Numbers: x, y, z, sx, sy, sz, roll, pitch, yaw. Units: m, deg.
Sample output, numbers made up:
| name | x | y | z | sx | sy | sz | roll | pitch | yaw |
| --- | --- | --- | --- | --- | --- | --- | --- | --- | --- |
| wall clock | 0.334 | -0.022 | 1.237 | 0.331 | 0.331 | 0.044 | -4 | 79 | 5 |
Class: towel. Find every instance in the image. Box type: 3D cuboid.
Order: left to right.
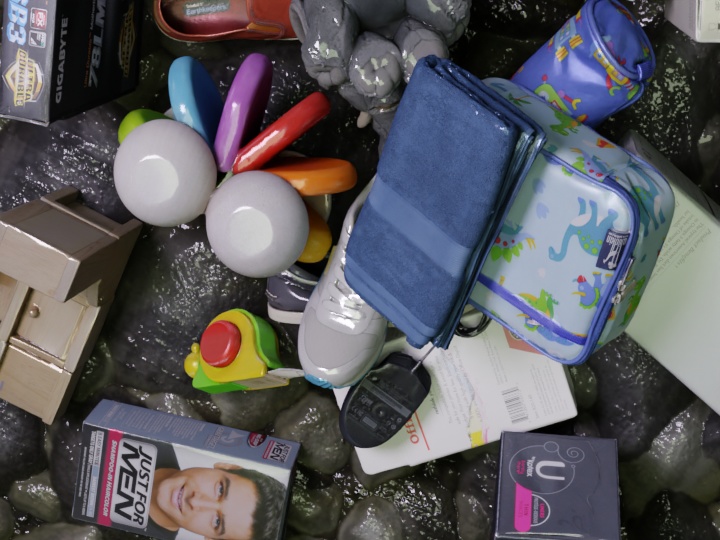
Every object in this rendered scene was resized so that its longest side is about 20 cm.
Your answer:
| name | x | y | z | sx | sy | sz | roll | pitch | yaw |
| --- | --- | --- | --- | --- | --- | --- | --- | --- | --- |
| towel | 0.054 | -0.047 | 0.915 | 0.111 | 0.048 | 0.202 | 42 | 130 | 27 |

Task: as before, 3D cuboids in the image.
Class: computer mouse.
| name | x | y | z | sx | sy | sz | roll | pitch | yaw |
| --- | --- | --- | --- | --- | --- | --- | --- | --- | --- |
| computer mouse | 0.051 | 0.068 | 1.057 | 0.058 | 0.034 | 0.201 | 38 | 101 | -14 |

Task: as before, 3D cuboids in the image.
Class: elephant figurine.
| name | x | y | z | sx | sy | sz | roll | pitch | yaw |
| --- | --- | --- | --- | --- | --- | --- | --- | --- | --- |
| elephant figurine | 0.004 | -0.181 | 0.997 | 0.139 | 0.200 | 0.158 | 19 | 86 | -3 |

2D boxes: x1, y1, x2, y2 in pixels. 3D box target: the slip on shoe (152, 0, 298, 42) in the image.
| name | x | y | z | sx | sy | sz | roll | pitch | yaw |
| --- | --- | --- | --- | --- | --- | --- | --- | --- | --- |
| slip on shoe | -0.079 | -0.226 | 1.042 | 0.196 | 0.061 | 0.075 | -7 | 102 | 4 |

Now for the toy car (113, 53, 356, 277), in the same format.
| name | x | y | z | sx | sy | sz | roll | pitch | yaw |
| --- | --- | --- | --- | --- | --- | --- | --- | --- | --- |
| toy car | -0.095 | -0.098 | 1.022 | 0.198 | 0.175 | 0.152 | 28 | 106 | 0 |

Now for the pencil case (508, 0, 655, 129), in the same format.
| name | x | y | z | sx | sy | sz | roll | pitch | yaw |
| --- | --- | --- | --- | --- | --- | --- | --- | --- | --- |
| pencil case | 0.149 | -0.124 | 0.999 | 0.087 | 0.078 | 0.200 | 53 | 131 | 9 |

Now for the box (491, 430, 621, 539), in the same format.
| name | x | y | z | sx | sy | sz | roll | pitch | yaw |
| --- | --- | --- | --- | --- | --- | --- | --- | --- | --- |
| box | 0.163 | 0.254 | 1.083 | 0.104 | 0.123 | 0.203 | 4 | 126 | 6 |

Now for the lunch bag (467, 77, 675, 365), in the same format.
| name | x | y | z | sx | sy | sz | roll | pitch | yaw |
| --- | --- | --- | --- | --- | --- | --- | --- | --- | --- |
| lunch bag | 0.126 | -0.035 | 0.943 | 0.199 | 0.082 | 0.163 | 37 | 128 | 27 |

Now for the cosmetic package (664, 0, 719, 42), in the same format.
| name | x | y | z | sx | sy | sz | roll | pitch | yaw |
| --- | --- | --- | --- | --- | --- | --- | --- | --- | --- |
| cosmetic package | 0.285 | -0.214 | 0.925 | 0.102 | 0.200 | 0.074 | 0 | 107 | 6 |

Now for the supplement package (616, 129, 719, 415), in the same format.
| name | x | y | z | sx | sy | sz | roll | pitch | yaw |
| --- | --- | --- | --- | --- | --- | --- | --- | --- | --- |
| supplement package | 0.260 | -0.001 | 1.031 | 0.199 | 0.117 | 0.117 | 40 | 107 | -4 |

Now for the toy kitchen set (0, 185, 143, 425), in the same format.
| name | x | y | z | sx | sy | sz | roll | pitch | yaw |
| --- | --- | --- | --- | --- | --- | --- | --- | --- | --- |
| toy kitchen set | -0.318 | 0.026 | 1.084 | 0.161 | 0.181 | 0.202 | 25 | 103 | 1 |

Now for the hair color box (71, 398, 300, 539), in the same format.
| name | x | y | z | sx | sy | sz | roll | pitch | yaw |
| --- | --- | --- | --- | --- | --- | --- | --- | --- | --- |
| hair color box | -0.162 | 0.197 | 1.174 | 0.196 | 0.061 | 0.101 | 12 | 107 | 4 |

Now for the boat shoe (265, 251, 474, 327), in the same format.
| name | x | y | z | sx | sy | sz | roll | pitch | yaw |
| --- | --- | --- | --- | --- | --- | --- | --- | --- | --- |
| boat shoe | 0.011 | 0.008 | 1.092 | 0.196 | 0.073 | 0.064 | -2 | 109 | 13 |

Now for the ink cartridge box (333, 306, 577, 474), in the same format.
| name | x | y | z | sx | sy | sz | roll | pitch | yaw |
| --- | --- | --- | --- | --- | --- | --- | --- | --- | --- |
| ink cartridge box | 0.080 | 0.094 | 1.108 | 0.197 | 0.068 | 0.118 | -18 | 103 | 11 |

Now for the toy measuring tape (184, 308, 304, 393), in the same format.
| name | x | y | z | sx | sy | sz | roll | pitch | yaw |
| --- | --- | --- | --- | --- | --- | --- | --- | --- | --- |
| toy measuring tape | -0.079 | 0.065 | 1.105 | 0.198 | 0.073 | 0.075 | -11 | 105 | 34 |

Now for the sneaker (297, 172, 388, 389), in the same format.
| name | x | y | z | sx | sy | sz | roll | pitch | yaw |
| --- | --- | --- | --- | --- | --- | --- | --- | --- | --- |
| sneaker | 0.000 | 0.000 | 1.031 | 0.075 | 0.081 | 0.202 | 17 | 67 | 14 |

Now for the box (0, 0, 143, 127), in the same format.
| name | x | y | z | sx | sy | sz | roll | pitch | yaw |
| --- | --- | --- | --- | --- | --- | --- | --- | --- | --- |
| box | -0.220 | -0.230 | 0.990 | 0.049 | 0.199 | 0.204 | 9 | 106 | 5 |
